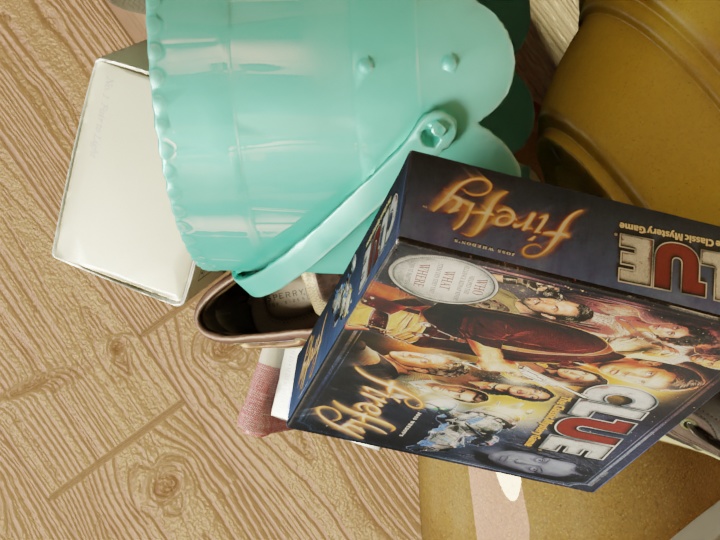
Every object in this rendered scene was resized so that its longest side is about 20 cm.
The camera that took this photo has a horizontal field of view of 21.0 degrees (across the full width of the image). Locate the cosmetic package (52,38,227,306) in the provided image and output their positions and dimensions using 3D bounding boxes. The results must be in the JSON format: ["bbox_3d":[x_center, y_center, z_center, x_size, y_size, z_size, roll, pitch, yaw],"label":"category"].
[{"bbox_3d":[-0.073,-0.064,0.971,0.073,0.104,0.200,20,-162,11],"label":"cosmetic package"}]

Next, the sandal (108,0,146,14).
[{"bbox_3d":[-0.034,-0.121,0.910,0.198,0.055,0.082,11,161,12],"label":"sandal"}]

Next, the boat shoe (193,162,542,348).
[{"bbox_3d":[0.000,0.000,0.899,0.199,0.072,0.073,-14,88,43],"label":"boat shoe"}]

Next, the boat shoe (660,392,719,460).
[{"bbox_3d":[0.168,0.051,0.852,0.199,0.074,0.065,30,155,-6],"label":"boat shoe"}]

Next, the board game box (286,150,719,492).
[{"bbox_3d":[0.056,0.027,0.713,0.134,0.035,0.200,13,156,-7],"label":"board game box"}]

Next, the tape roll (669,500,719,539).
[{"bbox_3d":[0.188,0.146,0.697,0.140,0.202,0.203,53,174,2],"label":"tape roll"}]

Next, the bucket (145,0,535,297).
[{"bbox_3d":[0.000,-0.089,0.766,0.207,0.133,0.209,-2,-90,-82],"label":"bucket"}]

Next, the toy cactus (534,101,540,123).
[{"bbox_3d":[0.035,-0.027,1.087,0.102,0.165,0.200,33,158,19],"label":"toy cactus"}]

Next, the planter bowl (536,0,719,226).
[{"bbox_3d":[0.125,-0.036,0.742,0.201,0.083,0.200,53,174,9],"label":"planter bowl"}]

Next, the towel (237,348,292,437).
[{"bbox_3d":[-0.020,-0.012,1.062,0.023,0.202,0.144,14,-178,12],"label":"towel"}]

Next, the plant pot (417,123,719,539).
[{"bbox_3d":[0.103,0.035,0.967,0.186,0.185,0.202,-136,29,-59],"label":"plant pot"}]

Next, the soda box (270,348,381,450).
[{"bbox_3d":[0.012,-0.016,0.996,0.063,0.202,0.068,16,-168,15],"label":"soda box"}]
